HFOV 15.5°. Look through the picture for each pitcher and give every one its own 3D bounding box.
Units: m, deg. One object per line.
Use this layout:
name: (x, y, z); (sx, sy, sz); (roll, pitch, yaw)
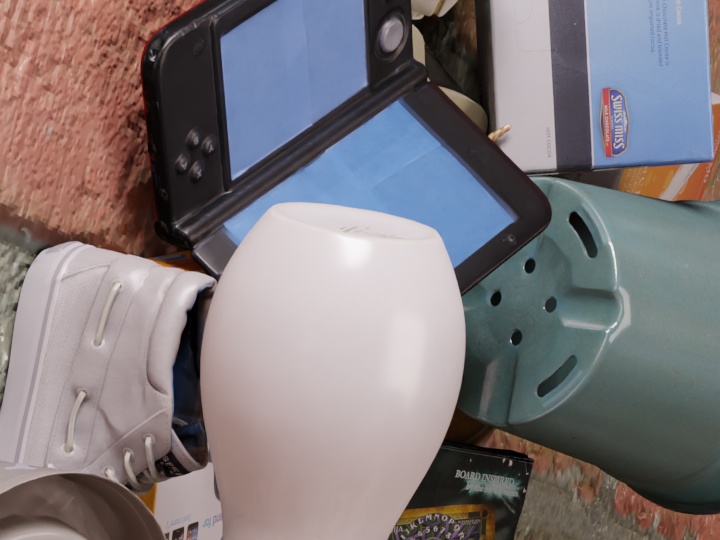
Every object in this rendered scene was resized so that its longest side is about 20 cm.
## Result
pitcher: (-0.012, 0.070, 1.252); (0.172, 0.121, 0.200); (-28, 129, -73)

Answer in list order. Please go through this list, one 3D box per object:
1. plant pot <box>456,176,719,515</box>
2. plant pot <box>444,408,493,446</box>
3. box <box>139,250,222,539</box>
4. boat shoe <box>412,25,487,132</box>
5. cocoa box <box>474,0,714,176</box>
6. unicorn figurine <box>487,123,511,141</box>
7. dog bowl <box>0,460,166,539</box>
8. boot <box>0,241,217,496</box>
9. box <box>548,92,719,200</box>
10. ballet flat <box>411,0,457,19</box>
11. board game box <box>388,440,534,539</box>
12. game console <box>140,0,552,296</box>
plant pot: (0.154, 0.036, 1.581); (0.196, 0.200, 0.200); (15, 86, -45)
plant pot: (0.046, 0.032, 1.613); (0.200, 0.027, 0.200); (-3, 93, -53)
box: (-0.093, 0.090, 1.390); (0.119, 0.041, 0.200); (-12, 112, -64)
boat shoe: (0.007, -0.111, 1.508); (0.074, 0.063, 0.201); (-49, 152, 4)
cocoa box: (0.137, -0.161, 1.591); (0.133, 0.131, 0.200); (-108, -165, -85)
unicorn figurine: (0.000, 0.000, 1.489); (0.137, 0.074, 0.200); (13, 88, -53)
dog bowl: (-0.171, 0.175, 1.174); (0.200, 0.059, 0.200); (-26, 126, -43)
boot: (-0.120, 0.091, 1.257); (0.074, 0.096, 0.200); (-5, 104, -65)
box: (0.163, -0.071, 1.791); (0.200, 0.097, 0.124); (-15, 125, -64)
ballet flat: (0.043, -0.174, 1.483); (0.200, 0.067, 0.070); (-153, -101, -86)
board game box: (0.014, 0.161, 1.545); (0.200, 0.028, 0.135); (13, 93, -45)
game console: (-0.001, -0.071, 1.348); (0.200, 0.119, 0.172); (-38, 138, -39)
